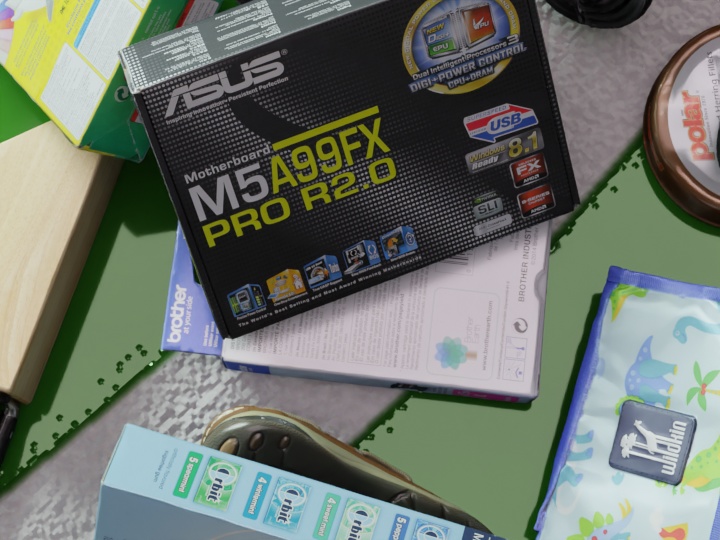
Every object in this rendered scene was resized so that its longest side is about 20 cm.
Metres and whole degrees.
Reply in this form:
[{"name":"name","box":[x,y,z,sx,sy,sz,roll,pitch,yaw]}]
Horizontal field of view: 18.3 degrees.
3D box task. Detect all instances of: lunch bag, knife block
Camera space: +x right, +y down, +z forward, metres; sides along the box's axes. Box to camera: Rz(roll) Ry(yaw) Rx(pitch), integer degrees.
[{"name":"lunch bag","box":[0.199,0.101,1.131,0.199,0.127,0.171,15,86,14]},{"name":"knife block","box":[-0.187,0.032,1.173,0.199,0.064,0.176,-25,82,-3]}]

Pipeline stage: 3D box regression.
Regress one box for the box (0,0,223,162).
[{"name":"box","box":[-0.151,-0.155,1.155,0.200,0.048,0.118,45,113,40]}]

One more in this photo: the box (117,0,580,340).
[{"name":"box","box":[-0.002,-0.069,1.107,0.199,0.161,0.044,-20,38,-5]}]

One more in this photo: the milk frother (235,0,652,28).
[{"name":"milk frother","box":[0.026,-0.180,1.139,0.188,0.181,0.200,-37,70,-8]}]

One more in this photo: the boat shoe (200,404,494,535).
[{"name":"boat shoe","box":[0.003,0.128,1.147,0.200,0.074,0.076,37,95,-16]}]

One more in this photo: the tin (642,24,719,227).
[{"name":"tin","box":[0.252,-0.085,1.200,0.199,0.042,0.113,-8,77,0]}]

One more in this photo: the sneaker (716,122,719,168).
[{"name":"sneaker","box":[0.262,-0.119,1.150,0.087,0.074,0.200,38,83,5]}]

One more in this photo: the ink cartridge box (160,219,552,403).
[{"name":"ink cartridge box","box":[0.000,0.000,1.187,0.199,0.042,0.120,7,80,-1]}]

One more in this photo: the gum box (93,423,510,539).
[{"name":"gum box","box":[-0.035,0.173,1.101,0.199,0.171,0.045,16,44,3]}]
